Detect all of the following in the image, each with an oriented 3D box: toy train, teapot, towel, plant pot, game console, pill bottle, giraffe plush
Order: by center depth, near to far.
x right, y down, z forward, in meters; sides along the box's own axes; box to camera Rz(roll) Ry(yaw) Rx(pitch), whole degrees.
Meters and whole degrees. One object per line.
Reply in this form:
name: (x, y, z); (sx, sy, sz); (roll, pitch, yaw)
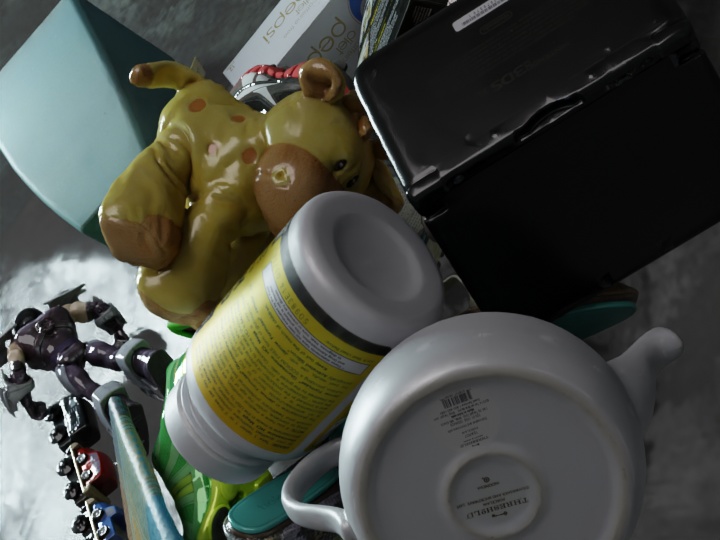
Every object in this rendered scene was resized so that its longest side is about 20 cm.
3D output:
teapot: (0.076, 0.106, 1.144); (0.146, 0.198, 0.199); (-88, 21, -69)
game console: (0.123, -0.091, 1.173); (0.199, 0.116, 0.177); (-31, 55, 8)
pill bottle: (-0.043, 0.050, 1.212); (0.200, 0.112, 0.113); (-47, 36, 36)
giraffe plush: (-0.060, -0.062, 1.268); (0.161, 0.172, 0.202); (-4, 72, 28)
towel: (-0.144, 0.201, 1.341); (0.021, 0.148, 0.200); (-12, 33, -14)
toy train: (-0.218, 0.169, 1.517); (0.046, 0.034, 0.201); (-34, 41, 7)
plant pot: (-0.218, -0.109, 1.632); (0.141, 0.141, 0.200); (-46, 46, 13)

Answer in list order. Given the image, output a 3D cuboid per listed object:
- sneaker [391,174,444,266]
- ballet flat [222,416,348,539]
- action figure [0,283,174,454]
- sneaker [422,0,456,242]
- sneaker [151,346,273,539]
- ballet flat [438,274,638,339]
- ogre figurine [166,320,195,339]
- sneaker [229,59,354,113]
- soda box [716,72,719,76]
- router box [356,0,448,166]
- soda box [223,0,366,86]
sneaker: (0.000, 0.000, 1.346); (0.077, 0.086, 0.201); (-18, 41, 40)
ballet flat: (-0.008, 0.145, 1.266); (0.200, 0.073, 0.072); (-34, 29, -29)
action figure: (-0.233, 0.078, 1.548); (0.199, 0.070, 0.130); (26, 63, 42)
sneaker: (0.096, -0.114, 1.232); (0.079, 0.071, 0.202); (5, 83, 27)
sneaker: (-0.104, 0.152, 1.343); (0.083, 0.073, 0.202); (-8, 84, 60)
ballet flat: (0.083, 0.031, 1.234); (0.199, 0.068, 0.073); (-26, 63, 18)
ogre figurine: (-0.075, 0.035, 1.398); (0.119, 0.098, 0.202); (-14, 85, 39)
sneaker: (-0.073, -0.110, 1.421); (0.098, 0.071, 0.200); (-38, 18, -20)
soda box: (0.158, -0.063, 1.248); (0.199, 0.068, 0.064); (-34, 43, 25)
router box: (0.039, -0.195, 1.398); (0.200, 0.050, 0.151); (114, 163, -57)
soda box: (-0.020, -0.211, 1.544); (0.200, 0.068, 0.064); (-50, 37, 7)
